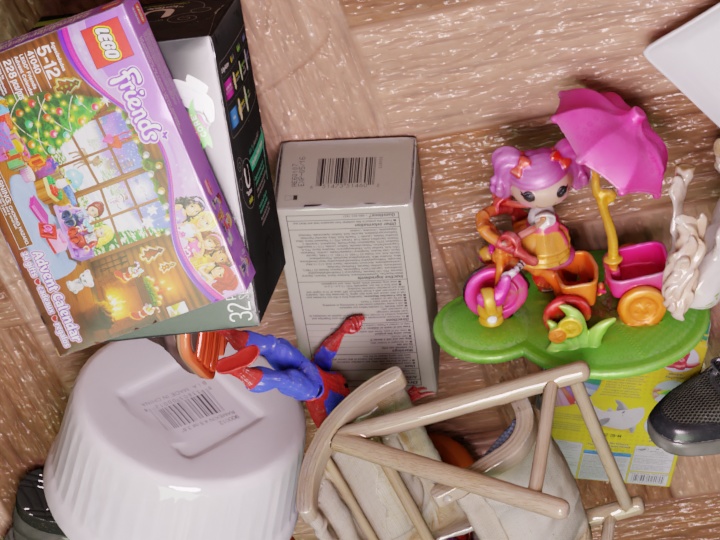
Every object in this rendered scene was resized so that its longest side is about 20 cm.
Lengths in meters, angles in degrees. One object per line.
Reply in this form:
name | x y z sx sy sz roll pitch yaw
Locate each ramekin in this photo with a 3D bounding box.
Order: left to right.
ramekin | -0.136 0.134 1.828 0.199 0.201 0.098 10 128 -7

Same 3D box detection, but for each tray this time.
tray | 0.293 -0.123 1.647 0.107 0.022 0.200 -31 126 30

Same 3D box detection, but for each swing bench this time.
swing bench | 0.081 0.170 1.717 0.199 0.130 0.199 -2 143 20

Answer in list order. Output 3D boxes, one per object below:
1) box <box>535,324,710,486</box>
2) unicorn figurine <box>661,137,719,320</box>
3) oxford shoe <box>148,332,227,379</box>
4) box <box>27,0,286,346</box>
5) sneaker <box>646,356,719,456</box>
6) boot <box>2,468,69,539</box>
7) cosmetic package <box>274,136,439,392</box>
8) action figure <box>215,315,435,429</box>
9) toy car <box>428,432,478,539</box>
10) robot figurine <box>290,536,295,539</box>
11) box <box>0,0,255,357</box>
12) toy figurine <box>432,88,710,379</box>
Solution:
box | 0.198 0.085 1.855 0.117 0.049 0.200 6 139 -1
unicorn figurine | 0.257 -0.016 1.657 0.074 0.199 0.138 18 115 43
oxford shoe | -0.135 0.038 1.743 0.072 0.072 0.200 7 180 1
box | -0.142 -0.069 1.609 0.148 0.124 0.201 -7 109 9
sneaker | 0.295 0.061 1.769 0.199 0.076 0.115 -21 130 -16
boot | -0.207 0.235 2.040 0.199 0.068 0.131 16 143 -5
cosmetic package | 0.000 0.000 1.760 0.103 0.073 0.201 -1 137 6
action figure | -0.023 0.064 1.715 0.099 0.065 0.200 -28 151 13
toy car | 0.040 0.217 1.901 0.174 0.200 0.150 -8 133 33
robot figurine | -0.128 0.215 1.927 0.200 0.144 0.117 48 143 5
box | -0.168 -0.059 1.528 0.136 0.039 0.201 -20 105 14
toy figurine | 0.143 -0.039 1.675 0.199 0.150 0.185 -6 125 0
